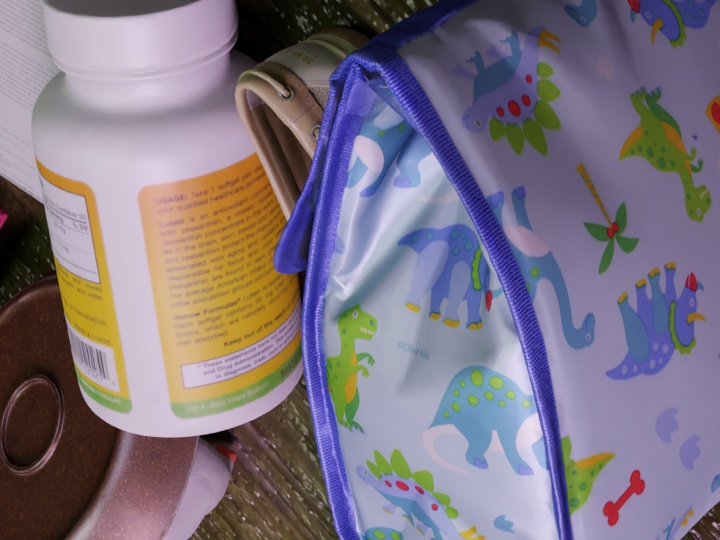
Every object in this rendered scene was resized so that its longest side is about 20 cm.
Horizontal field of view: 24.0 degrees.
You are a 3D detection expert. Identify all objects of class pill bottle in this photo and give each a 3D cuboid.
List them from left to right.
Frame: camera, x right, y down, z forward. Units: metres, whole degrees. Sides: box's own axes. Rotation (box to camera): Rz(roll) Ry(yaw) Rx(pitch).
[{"bbox_3d":[-0.087,-0.036,0.765,0.111,0.111,0.201,21,129,38],"label":"pill bottle"}]

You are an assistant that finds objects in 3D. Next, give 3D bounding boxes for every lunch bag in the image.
[{"bbox_3d":[0.065,-0.009,0.569,0.127,0.170,0.201,14,125,37],"label":"lunch bag"}]

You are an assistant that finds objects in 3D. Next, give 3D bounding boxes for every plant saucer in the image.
[{"bbox_3d":[-0.163,0.084,0.895,0.200,0.034,0.201,-16,65,38],"label":"plant saucer"}]

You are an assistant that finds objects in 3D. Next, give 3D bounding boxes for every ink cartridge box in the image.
[{"bbox_3d":[-0.150,-0.128,0.822,0.109,0.050,0.201,32,134,31],"label":"ink cartridge box"}]

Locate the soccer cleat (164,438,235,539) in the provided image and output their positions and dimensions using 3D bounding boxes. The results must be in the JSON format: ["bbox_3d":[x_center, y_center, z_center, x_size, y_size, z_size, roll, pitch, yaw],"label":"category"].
[{"bbox_3d":[-0.147,0.129,0.949,0.069,0.078,0.200,47,145,-19],"label":"soccer cleat"}]

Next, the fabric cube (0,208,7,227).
[{"bbox_3d":[-0.337,-0.034,0.942,0.200,0.200,0.196,54,156,6],"label":"fabric cube"}]

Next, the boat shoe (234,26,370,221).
[{"bbox_3d":[0.001,-0.001,0.729,0.073,0.063,0.202,4,117,46],"label":"boat shoe"}]
